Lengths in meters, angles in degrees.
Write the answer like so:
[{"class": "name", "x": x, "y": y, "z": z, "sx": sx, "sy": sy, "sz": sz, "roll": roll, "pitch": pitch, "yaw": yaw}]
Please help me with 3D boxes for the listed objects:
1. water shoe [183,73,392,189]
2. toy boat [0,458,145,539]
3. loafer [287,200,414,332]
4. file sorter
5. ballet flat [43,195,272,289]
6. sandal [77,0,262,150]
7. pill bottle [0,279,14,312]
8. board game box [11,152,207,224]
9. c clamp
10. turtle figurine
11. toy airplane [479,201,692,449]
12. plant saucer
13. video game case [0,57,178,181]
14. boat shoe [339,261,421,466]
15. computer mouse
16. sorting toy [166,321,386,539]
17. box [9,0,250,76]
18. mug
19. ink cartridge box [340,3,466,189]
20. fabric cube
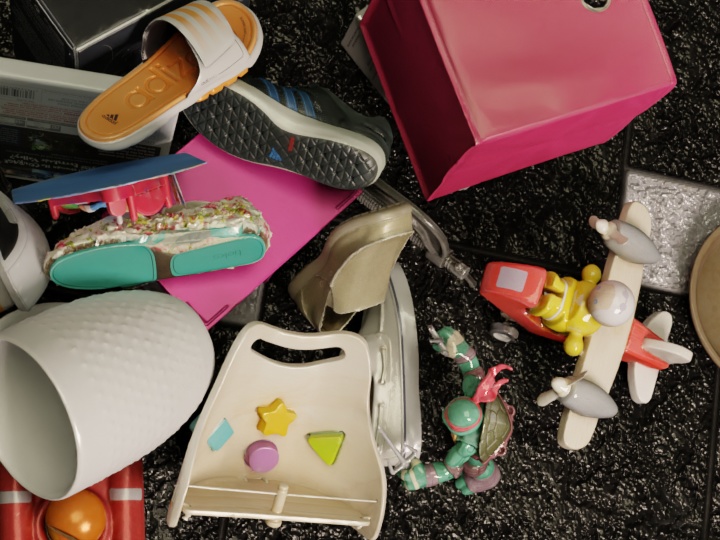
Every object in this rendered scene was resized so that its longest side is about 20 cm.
[{"class": "water shoe", "x": -0.068, "y": -0.136, "z": 1.356, "sx": 0.199, "sy": 0.072, "sz": 0.079, "roll": 25, "pitch": 40, "yaw": 0}, {"class": "toy boat", "x": -0.251, "y": 0.223, "z": 1.313, "sx": 0.130, "sy": 0.131, "sz": 0.201, "roll": -1, "pitch": 76, "yaw": -13}, {"class": "loafer", "x": 0.000, "y": 0.000, "z": 1.394, "sx": 0.075, "sy": 0.200, "sz": 0.068, "roll": -19, "pitch": 75, "yaw": -31}, {"class": "file sorter", "x": -0.127, "y": -0.047, "z": 1.414, "sx": 0.200, "sy": 0.125, "sz": 0.139, "roll": -42, "pitch": 89, "yaw": -18}, {"class": "ballet flat", "x": -0.177, "y": -0.026, "z": 1.305, "sx": 0.199, "sy": 0.076, "sz": 0.064, "roll": -6, "pitch": 50, "yaw": -16}, {"class": "sandal", "x": -0.158, "y": -0.178, "z": 1.279, "sx": 0.079, "sy": 0.059, "sz": 0.207, "roll": 31, "pitch": 57, "yaw": 20}, {"class": "pill bottle", "x": -0.417, "y": 0.017, "z": 1.330, "sx": 0.199, "sy": 0.116, "sz": 0.117, "roll": -23, "pitch": 82, "yaw": -11}, {"class": "board game box", "x": -0.211, "y": -0.061, "z": 1.266, "sx": 0.157, "sy": 0.200, "sz": 0.039, "roll": -14, "pitch": 100, "yaw": -12}, {"class": "c clamp", "x": 0.026, "y": -0.056, "z": 1.457, "sx": 0.200, "sy": 0.171, "sz": 0.027, "roll": 39, "pitch": 85, "yaw": 13}, {"class": "turtle figurine", "x": 0.092, "y": 0.141, "z": 1.379, "sx": 0.100, "sy": 0.200, "sz": 0.150, "roll": 21, "pitch": 79, "yaw": 22}, {"class": "toy airplane", "x": 0.237, "y": 0.050, "z": 1.467, "sx": 0.199, "sy": 0.141, "sz": 0.201, "roll": -22, "pitch": 82, "yaw": -18}, {"class": "plant saucer", "x": 0.433, "y": 0.035, "z": 1.576, "sx": 0.199, "sy": 0.029, "sz": 0.201, "roll": 3, "pitch": 76, "yaw": -12}, {"class": "video game case", "x": -0.273, "y": -0.130, "z": 1.371, "sx": 0.199, "sy": 0.182, "sz": 0.023, "roll": 8, "pitch": 63, "yaw": -11}, {"class": "boat shoe", "x": 0.014, "y": 0.089, "z": 1.446, "sx": 0.070, "sy": 0.071, "sz": 0.201, "roll": -1, "pitch": 83, "yaw": -16}, {"class": "computer mouse", "x": -0.303, "y": -0.037, "z": 1.328, "sx": 0.044, "sy": 0.110, "sz": 0.200, "roll": -24, "pitch": 41, "yaw": -6}, {"class": "sorting toy", "x": -0.069, "y": 0.135, "z": 1.344, "sx": 0.199, "sy": 0.107, "sz": 0.181, "roll": 9, "pitch": 106, "yaw": -24}, {"class": "box", "x": -0.214, "y": -0.249, "z": 1.403, "sx": 0.200, "sy": 0.197, "sz": 0.124, "roll": -32, "pitch": 78, "yaw": -19}, {"class": "mug", "x": -0.236, "y": 0.082, "z": 1.293, "sx": 0.200, "sy": 0.148, "sz": 0.175, "roll": 28, "pitch": 37, "yaw": 34}, {"class": "ink cartridge box", "x": 0.101, "y": -0.206, "z": 1.529, "sx": 0.145, "sy": 0.084, "sz": 0.200, "roll": -37, "pitch": 87, "yaw": -17}, {"class": "fabric cube", "x": 0.137, "y": -0.205, "z": 1.387, "sx": 0.199, "sy": 0.200, "sz": 0.197, "roll": -18, "pitch": 82, "yaw": -14}]
